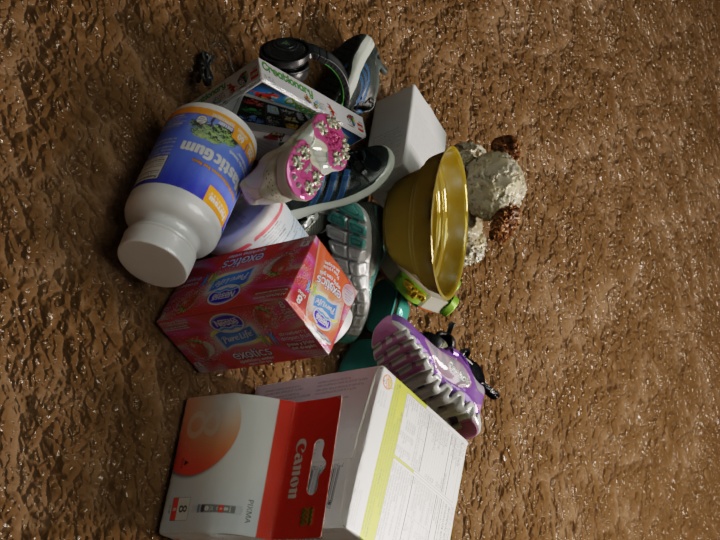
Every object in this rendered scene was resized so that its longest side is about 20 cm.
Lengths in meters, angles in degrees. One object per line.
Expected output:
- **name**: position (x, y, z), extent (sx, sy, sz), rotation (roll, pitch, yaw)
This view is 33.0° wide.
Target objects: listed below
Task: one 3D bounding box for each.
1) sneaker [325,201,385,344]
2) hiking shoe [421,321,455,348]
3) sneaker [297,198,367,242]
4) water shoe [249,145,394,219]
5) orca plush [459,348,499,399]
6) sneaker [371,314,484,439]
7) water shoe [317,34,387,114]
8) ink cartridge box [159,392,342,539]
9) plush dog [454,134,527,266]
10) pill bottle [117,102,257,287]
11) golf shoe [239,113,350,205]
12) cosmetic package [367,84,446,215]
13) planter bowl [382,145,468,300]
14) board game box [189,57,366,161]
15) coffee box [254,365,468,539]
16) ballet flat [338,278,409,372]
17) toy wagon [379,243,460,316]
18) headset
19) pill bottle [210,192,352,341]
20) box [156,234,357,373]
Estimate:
- **sneaker**: position (0.000, 0.000, 1.594), extent (0.091, 0.077, 0.201), rotation (-26, 131, -54)
- **hiking shoe**: position (0.077, 0.135, 1.680), extent (0.200, 0.075, 0.101), rotation (-37, 138, -60)
- **sneaker**: position (-0.042, -0.068, 1.609), extent (0.091, 0.066, 0.200), rotation (61, 38, -18)
- **water shoe**: position (-0.050, -0.121, 1.520), extent (0.072, 0.199, 0.079), rotation (55, -15, 45)
- **orca plush**: position (0.160, 0.184, 1.734), extent (0.200, 0.071, 0.105), rotation (86, 28, -51)
- **sneaker**: position (0.096, 0.128, 1.601), extent (0.200, 0.080, 0.089), rotation (49, 47, -16)
- **water shoe**: position (-0.009, -0.245, 1.680), extent (0.079, 0.071, 0.200), rotation (48, 46, -28)
- **ink cartridge box**: position (-0.121, 0.212, 1.317), extent (0.050, 0.199, 0.163), rotation (35, 54, -42)
- **plush dog**: position (0.168, -0.121, 1.809), extent (0.160, 0.171, 0.201), rotation (20, 66, -48)
- **pill bottle**: position (-0.198, -0.084, 1.370), extent (0.112, 0.112, 0.201), rotation (47, 46, -35)
- **golf shoe**: position (-0.076, -0.130, 1.427), extent (0.076, 0.091, 0.200), rotation (68, 25, -13)
- **cosmetic package**: position (0.065, -0.163, 1.730), extent (0.102, 0.071, 0.200), rotation (53, 29, -31)
- **planter bowl**: position (0.080, -0.063, 1.589), extent (0.200, 0.083, 0.201), rotation (2, 90, -72)
- **board game box**: position (-0.103, -0.184, 1.507), extent (0.200, 0.126, 0.035), rotation (24, 48, -48)
- **coffee box**: position (-0.017, 0.257, 1.442), extent (0.198, 0.199, 0.201), rotation (43, 49, -39)
- **ballet flat**: position (0.025, 0.106, 1.654), extent (0.070, 0.067, 0.201), rotation (60, 41, -44)
- **toy wagon**: position (0.070, 0.001, 1.685), extent (0.155, 0.040, 0.200), rotation (41, 20, -10)
- **headset**: position (-0.108, -0.231, 1.527), extent (0.199, 0.124, 0.094), rotation (18, 34, -18)
- **pill bottle**: position (-0.095, 0.004, 1.484), extent (0.200, 0.108, 0.109), rotation (55, 43, -29)
- **box**: position (-0.117, 0.041, 1.369), extent (0.096, 0.199, 0.100), rotation (53, 44, -31)
